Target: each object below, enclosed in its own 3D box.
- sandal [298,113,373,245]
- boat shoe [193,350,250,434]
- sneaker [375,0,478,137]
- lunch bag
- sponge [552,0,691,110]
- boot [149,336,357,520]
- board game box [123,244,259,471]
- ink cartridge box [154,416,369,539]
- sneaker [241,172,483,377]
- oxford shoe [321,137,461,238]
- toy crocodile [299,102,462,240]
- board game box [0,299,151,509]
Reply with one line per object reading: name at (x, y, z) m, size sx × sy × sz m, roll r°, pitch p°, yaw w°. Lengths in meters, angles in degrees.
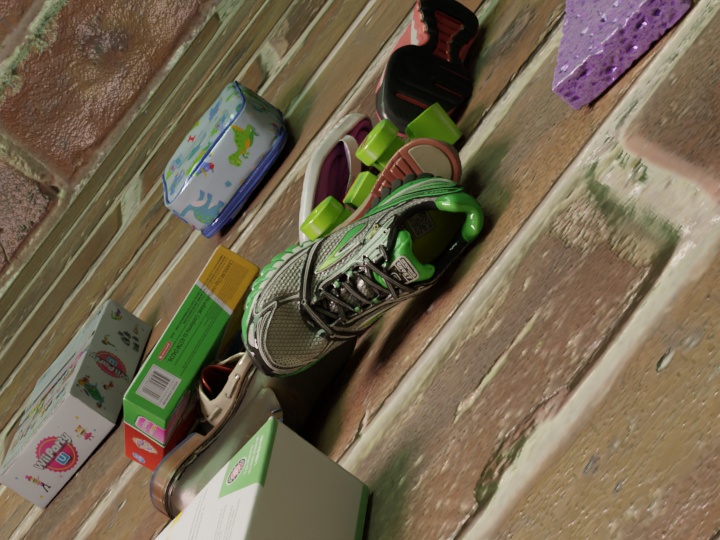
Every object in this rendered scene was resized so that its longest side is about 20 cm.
sandal at (-0.010, -0.077, 1.625) m, size 0.050 × 0.083 × 0.203 m, roll 0°, pitch 37°, yaw 16°
boat shoe at (-0.097, 0.095, 1.494) m, size 0.071 × 0.063 × 0.200 m, roll -61°, pitch 15°, yaw -18°
sneaker at (0.052, -0.158, 1.625) m, size 0.087 × 0.074 × 0.200 m, roll -60°, pitch 4°, yaw 38°
lunch bag at (-0.157, -0.126, 2.137) m, size 0.161 × 0.082 × 0.200 m, roll -51°, pitch 15°, yaw 6°
sponge at (0.189, -0.203, 1.341) m, size 0.112 × 0.030 × 0.200 m, roll -45°, pitch 18°, yaw 31°
boot at (-0.053, 0.116, 1.346) m, size 0.200 × 0.075 × 0.097 m, roll -48°, pitch 38°, yaw -13°
board game box at (-0.144, 0.080, 1.590) m, size 0.153 × 0.040 × 0.200 m, roll -59°, pitch -4°, yaw -19°
ink cartridge box at (-0.091, 0.212, 1.163) m, size 0.200 × 0.087 × 0.145 m, roll -45°, pitch 17°, yaw 24°
sneaker at (0.000, 0.000, 1.315) m, size 0.200 × 0.078 × 0.085 m, roll -41°, pitch 17°, yaw -12°
oxford shoe at (0.012, -0.016, 1.431) m, size 0.200 × 0.071 × 0.074 m, roll -47°, pitch -5°, yaw 14°
toy crocodile at (0.007, -0.053, 1.496) m, size 0.200 × 0.067 × 0.062 m, roll -54°, pitch 9°, yaw -7°
board game box at (-0.310, 0.142, 2.045) m, size 0.148 × 0.064 × 0.200 m, roll -48°, pitch 14°, yaw 26°
